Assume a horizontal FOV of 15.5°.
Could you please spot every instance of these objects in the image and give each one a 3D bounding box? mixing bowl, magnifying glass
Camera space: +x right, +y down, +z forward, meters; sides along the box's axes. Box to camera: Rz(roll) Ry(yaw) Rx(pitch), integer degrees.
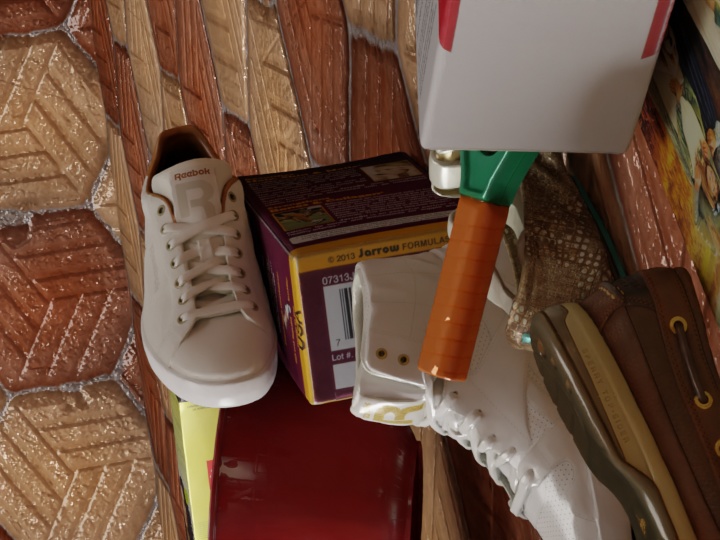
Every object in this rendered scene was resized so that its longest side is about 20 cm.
[{"bbox_3d":[-0.021,0.141,1.501,0.200,0.108,0.202,2,-90,-85],"label":"mixing bowl"},{"bbox_3d":[0.059,-0.051,1.158,0.079,0.022,0.201,19,98,54],"label":"magnifying glass"}]

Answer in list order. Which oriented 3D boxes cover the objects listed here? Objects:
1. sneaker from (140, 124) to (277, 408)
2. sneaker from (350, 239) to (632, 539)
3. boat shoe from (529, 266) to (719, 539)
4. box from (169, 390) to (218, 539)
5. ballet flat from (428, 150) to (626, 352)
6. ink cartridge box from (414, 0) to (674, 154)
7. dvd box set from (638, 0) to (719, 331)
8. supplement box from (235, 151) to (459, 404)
[{"bbox_3d":[-0.093,-0.007,1.462,0.200,0.072,0.085,-110,12,-51],"label":"sneaker"},{"bbox_3d":[0.054,0.075,1.252,0.074,0.115,0.201,100,157,-55],"label":"sneaker"},{"bbox_3d":[0.135,0.091,0.962,0.201,0.067,0.072,63,173,3],"label":"boat shoe"},{"bbox_3d":[-0.153,0.195,2.606,0.075,0.050,0.201,-127,31,-68],"label":"box"},{"bbox_3d":[0.067,-0.040,1.215,0.201,0.065,0.071,-110,15,-46],"label":"ballet flat"},{"bbox_3d":[0.065,-0.165,0.978,0.145,0.083,0.201,100,170,-59],"label":"ink cartridge box"},{"bbox_3d":[0.143,-0.034,0.913,0.147,0.029,0.201,95,163,-52],"label":"dvd box set"},{"bbox_3d":[0.000,0.000,1.478,0.200,0.110,0.086,-132,34,-72],"label":"supplement box"}]
